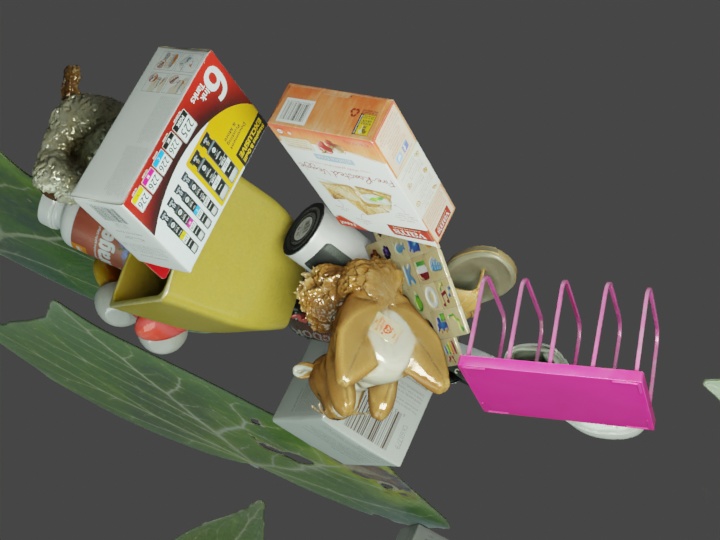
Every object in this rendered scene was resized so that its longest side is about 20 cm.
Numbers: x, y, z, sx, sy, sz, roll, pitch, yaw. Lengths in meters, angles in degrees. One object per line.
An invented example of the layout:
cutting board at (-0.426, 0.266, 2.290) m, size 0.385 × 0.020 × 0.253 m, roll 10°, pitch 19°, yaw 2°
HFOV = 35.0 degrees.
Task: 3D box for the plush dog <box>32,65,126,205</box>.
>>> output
plush dog at (-0.291, -0.157, 1.400) m, size 0.170 × 0.162 × 0.200 m, roll 12°, pitch -171°, yaw -1°

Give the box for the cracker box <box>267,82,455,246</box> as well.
cracker box at (0.005, -0.109, 1.216) m, size 0.133 × 0.058 × 0.200 m, roll 14°, pitch 158°, yaw 32°

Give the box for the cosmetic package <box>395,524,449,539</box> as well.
cosmetic package at (0.165, 0.778, 3.210) m, size 0.107 × 0.085 × 0.200 m, roll 29°, pitch 161°, yaw -6°

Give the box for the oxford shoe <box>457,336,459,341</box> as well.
oxford shoe at (0.049, 0.050, 1.578) m, size 0.199 × 0.071 × 0.074 m, roll 27°, pitch 135°, yaw -1°

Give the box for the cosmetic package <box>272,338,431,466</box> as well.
cosmetic package at (-0.011, 0.214, 1.889) m, size 0.164 × 0.166 × 0.200 m, roll 34°, pitch 158°, yaw -21°

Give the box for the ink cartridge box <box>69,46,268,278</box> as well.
ink cartridge box at (-0.191, -0.109, 1.245) m, size 0.083 × 0.201 × 0.176 m, roll 11°, pitch 155°, yaw 34°

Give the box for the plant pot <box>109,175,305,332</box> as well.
plant pot at (-0.185, -0.008, 1.526) m, size 0.199 × 0.197 × 0.194 m, roll 27°, pitch 162°, yaw -28°

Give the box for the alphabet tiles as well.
alphabet tiles at (0.065, 0.019, 1.350) m, size 0.166 × 0.006 × 0.202 m, roll -20°, pitch 90°, yaw 64°

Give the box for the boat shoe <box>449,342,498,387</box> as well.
boat shoe at (0.130, 0.136, 1.652) m, size 0.069 × 0.057 × 0.199 m, roll 42°, pitch 164°, yaw -35°

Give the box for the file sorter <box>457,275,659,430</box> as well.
file sorter at (0.230, 0.087, 1.284) m, size 0.198 × 0.126 × 0.139 m, roll 4°, pitch 153°, yaw 22°

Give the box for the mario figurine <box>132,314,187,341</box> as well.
mario figurine at (-0.274, 0.007, 1.643) m, size 0.123 × 0.201 × 0.106 m, roll 31°, pitch 159°, yaw -14°

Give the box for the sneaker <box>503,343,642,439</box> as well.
sneaker at (0.283, 0.160, 1.525) m, size 0.199 × 0.074 × 0.116 m, roll 17°, pitch 162°, yaw 27°

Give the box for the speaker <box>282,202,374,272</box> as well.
speaker at (0.000, 0.000, 1.466) m, size 0.200 × 0.082 × 0.081 m, roll 37°, pitch 158°, yaw -26°

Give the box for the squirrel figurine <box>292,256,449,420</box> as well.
squirrel figurine at (-0.007, 0.086, 1.383) m, size 0.140 × 0.202 × 0.187 m, roll -2°, pitch 159°, yaw -25°

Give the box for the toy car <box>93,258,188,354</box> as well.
toy car at (-0.327, 0.020, 1.852) m, size 0.149 × 0.176 × 0.200 m, roll -34°, pitch 126°, yaw 25°

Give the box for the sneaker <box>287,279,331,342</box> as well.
sneaker at (-0.047, 0.076, 1.728) m, size 0.199 × 0.071 × 0.098 m, roll 28°, pitch 160°, yaw 2°

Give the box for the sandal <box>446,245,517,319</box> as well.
sandal at (0.110, 0.033, 1.383) m, size 0.199 × 0.054 × 0.080 m, roll -27°, pitch 126°, yaw 38°

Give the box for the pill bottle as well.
pill bottle at (-0.373, -0.070, 1.704) m, size 0.199 × 0.113 × 0.112 m, roll 24°, pitch 160°, yaw 7°
